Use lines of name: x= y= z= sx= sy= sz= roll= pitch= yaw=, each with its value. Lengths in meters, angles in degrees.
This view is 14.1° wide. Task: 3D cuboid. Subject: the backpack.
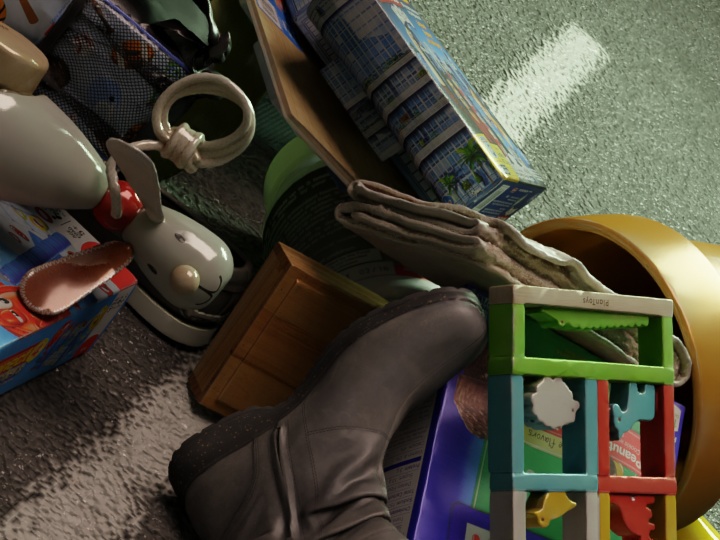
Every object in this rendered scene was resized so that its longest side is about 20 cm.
backpack: x=-0.178 y=-0.148 z=1.607 sx=0.191 sy=0.154 sz=0.200 roll=46 pitch=5 yaw=-15

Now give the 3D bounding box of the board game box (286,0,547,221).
board game box: x=0.019 y=-0.114 z=1.724 sx=0.200 sy=0.062 sz=0.200 roll=54 pitch=8 yaw=7

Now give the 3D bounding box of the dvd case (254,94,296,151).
dvd case: x=-0.010 y=-0.097 z=1.956 sx=0.199 sy=0.146 sz=0.022 roll=30 pitch=67 yaw=-20

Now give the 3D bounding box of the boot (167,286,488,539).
boot: x=0.003 y=0.107 z=1.521 sx=0.070 sy=0.200 sz=0.132 roll=48 pitch=8 yaw=-46

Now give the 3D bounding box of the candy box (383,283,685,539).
candy box: x=0.084 y=0.135 z=1.614 sx=0.169 sy=0.077 sz=0.201 roll=29 pitch=57 yaw=-25

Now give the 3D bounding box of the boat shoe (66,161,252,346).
boat shoe: x=-0.149 y=-0.043 z=1.715 sx=0.202 sy=0.060 sz=0.072 roll=43 pitch=22 yaw=6

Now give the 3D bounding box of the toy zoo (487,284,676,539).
toy zoo: x=0.120 y=0.112 z=1.563 sx=0.131 sy=0.020 sz=0.201 roll=5 pitch=82 yaw=-43

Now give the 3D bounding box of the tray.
tray: x=0.010 y=0.073 z=1.691 sx=0.199 sy=0.099 sz=0.037 roll=28 pitch=14 yaw=-27

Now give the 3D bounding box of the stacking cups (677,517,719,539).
stacking cups: x=0.163 y=0.129 z=1.887 sx=0.060 sy=0.061 sz=0.200 roll=5 pitch=39 yaw=-54

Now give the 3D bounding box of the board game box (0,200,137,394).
board game box: x=-0.241 y=-0.022 z=1.537 sx=0.200 sy=0.056 sz=0.196 roll=43 pitch=22 yaw=7

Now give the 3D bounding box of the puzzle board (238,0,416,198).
puzzle board: x=-0.021 y=-0.099 z=1.737 sx=0.151 sy=0.017 sz=0.200 roll=45 pitch=16 yaw=-36

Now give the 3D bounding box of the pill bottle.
pill bottle: x=0.000 y=0.000 z=1.795 sx=0.114 sy=0.114 sz=0.200 roll=28 pitch=26 yaw=-26

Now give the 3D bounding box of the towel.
towel: x=0.087 y=0.007 z=1.647 sx=0.132 sy=0.035 sz=0.200 roll=19 pitch=-11 yaw=45

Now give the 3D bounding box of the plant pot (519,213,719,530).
plant pot: x=0.194 y=0.059 z=1.804 sx=0.183 sy=0.201 sz=0.200 roll=-8 pitch=50 yaw=-42

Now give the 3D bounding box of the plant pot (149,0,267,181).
plant pot: x=-0.150 y=-0.165 z=1.798 sx=0.193 sy=0.200 sz=0.201 roll=44 pitch=20 yaw=-19

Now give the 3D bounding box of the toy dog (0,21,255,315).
toy dog: x=-0.155 y=-0.047 z=1.494 sx=0.199 sy=0.133 sz=0.096 roll=15 pitch=18 yaw=-3
